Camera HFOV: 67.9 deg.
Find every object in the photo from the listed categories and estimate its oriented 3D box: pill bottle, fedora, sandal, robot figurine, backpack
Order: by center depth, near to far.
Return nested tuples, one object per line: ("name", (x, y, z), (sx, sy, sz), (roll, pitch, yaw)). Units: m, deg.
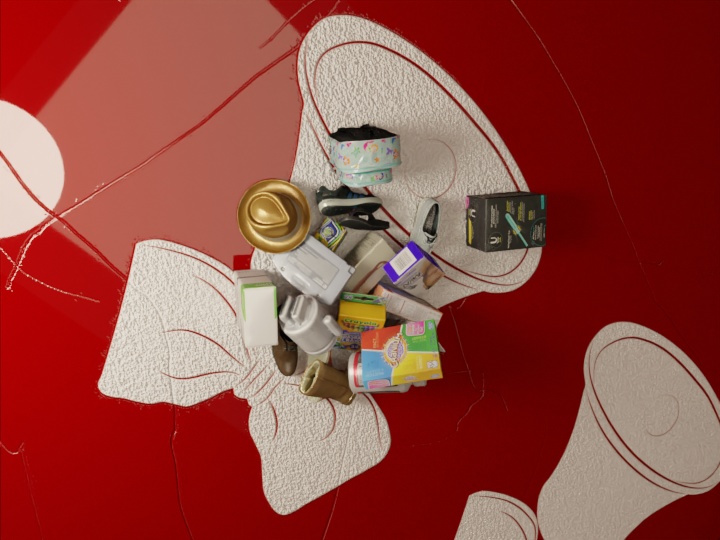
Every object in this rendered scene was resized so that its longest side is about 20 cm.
("fedora", (-0.223, -0.140, 1.336), (0.196, 0.082, 0.206), (0, 86, 6))
("robot figurine", (-0.127, 0.139, 1.351), (0.201, 0.167, 0.115), (52, 48, -45))
("backpack", (0.014, -0.292, 1.351), (0.174, 0.200, 0.154), (-10, 105, -15))
("pill bottle", (0.073, 0.267, 1.415), (0.196, 0.111, 0.113), (-5, 106, 15))
("sandal", (0.007, -0.137, 1.419), (0.199, 0.074, 0.049), (2, 83, -58))

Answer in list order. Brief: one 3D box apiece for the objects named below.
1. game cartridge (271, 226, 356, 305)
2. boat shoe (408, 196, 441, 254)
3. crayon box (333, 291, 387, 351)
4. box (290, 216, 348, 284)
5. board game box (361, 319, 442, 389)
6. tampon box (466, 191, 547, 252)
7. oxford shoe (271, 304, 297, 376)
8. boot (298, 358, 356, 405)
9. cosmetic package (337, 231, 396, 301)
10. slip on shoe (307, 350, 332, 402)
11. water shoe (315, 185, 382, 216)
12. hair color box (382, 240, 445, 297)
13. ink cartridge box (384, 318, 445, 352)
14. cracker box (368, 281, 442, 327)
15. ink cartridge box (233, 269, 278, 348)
("game cartridge", (-0.125, -0.008, 1.374), (0.199, 0.042, 0.134), (37, 95, 9))
("boat shoe", (0.185, -0.103, 1.514), (0.069, 0.071, 0.205), (5, 104, -19))
("crayon box", (-0.004, 0.143, 1.430), (0.123, 0.052, 0.202), (7, 140, -5))
("box", (-0.114, -0.040, 1.429), (0.064, 0.070, 0.202), (33, 91, 3))
("board game box", (0.101, 0.211, 1.349), (0.196, 0.155, 0.041), (-12, 134, 10))
("tampon box", (0.419, -0.144, 1.550), (0.196, 0.126, 0.153), (-6, 103, -15))
("oxford shoe", (-0.203, 0.201, 1.457), (0.071, 0.084, 0.205), (-7, 106, -17))
("boot", (-0.061, 0.280, 1.473), (0.199, 0.065, 0.178), (34, 76, -49))
("cosmetic package", (0.000, 0.000, 1.465), (0.200, 0.103, 0.087), (-46, 113, -2))
("slip on shoe", (-0.108, 0.271, 1.518), (0.061, 0.073, 0.205), (-1, 99, -49))
("water shoe", (-0.027, -0.195, 1.426), (0.197, 0.071, 0.080), (-5, 66, -36))
("hair color box", (0.150, 0.001, 1.462), (0.109, 0.065, 0.199), (-41, 155, 11))
("ink cartridge box", (0.131, 0.203, 1.494), (0.067, 0.199, 0.118), (-47, 112, -23))
("cracker box", (0.117, 0.093, 1.505), (0.197, 0.134, 0.059), (23, 96, -20))
("ink cartridge box", (-0.266, 0.089, 1.350), (0.082, 0.200, 0.149), (-4, 104, -18))
